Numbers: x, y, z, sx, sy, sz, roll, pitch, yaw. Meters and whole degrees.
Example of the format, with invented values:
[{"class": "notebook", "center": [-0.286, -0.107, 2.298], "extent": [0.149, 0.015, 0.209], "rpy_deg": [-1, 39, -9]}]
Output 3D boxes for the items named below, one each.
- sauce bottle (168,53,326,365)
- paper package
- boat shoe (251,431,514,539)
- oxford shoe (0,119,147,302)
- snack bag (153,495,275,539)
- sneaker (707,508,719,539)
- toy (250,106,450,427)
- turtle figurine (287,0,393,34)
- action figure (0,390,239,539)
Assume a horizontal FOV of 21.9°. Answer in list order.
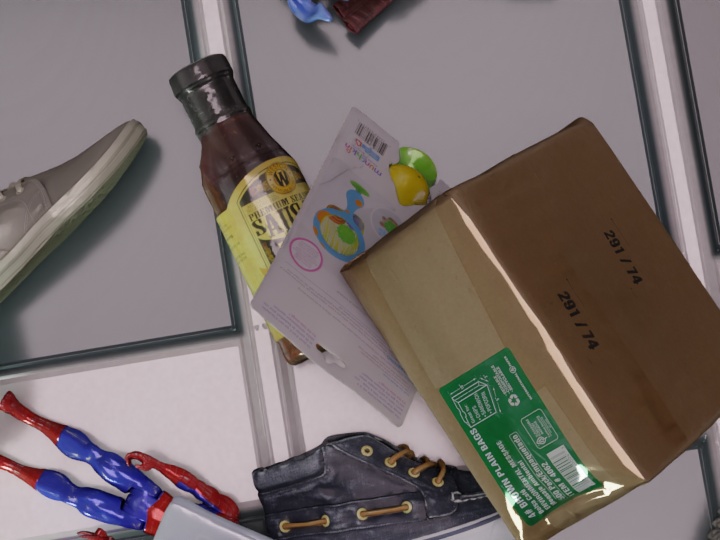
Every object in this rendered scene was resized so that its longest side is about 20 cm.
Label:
[{"class": "sauce bottle", "center": [-0.062, -0.040, 1.184], "extent": [0.066, 0.066, 0.200], "rpy_deg": [-28, 87, -1]}, {"class": "paper package", "center": [0.116, 0.032, 1.108], "extent": [0.103, 0.190, 0.200], "rpy_deg": [-37, 85, 38]}, {"class": "boat shoe", "center": [0.033, 0.136, 1.164], "extent": [0.200, 0.071, 0.091], "rpy_deg": [-18, 89, 2]}, {"class": "oxford shoe", "center": [-0.218, -0.031, 1.184], "extent": [0.200, 0.075, 0.058], "rpy_deg": [-42, 89, 3]}, {"class": "snack bag", "center": [-0.069, 0.253, 1.157], "extent": [0.188, 0.021, 0.201], "rpy_deg": [22, 104, 4]}, {"class": "sneaker", "center": [0.292, 0.140, 1.160], "extent": [0.099, 0.070, 0.201], "rpy_deg": [30, 87, 1]}, {"class": "toy", "center": [0.000, 0.000, 1.140], "extent": [0.115, 0.047, 0.200], "rpy_deg": [39, 45, -13]}, {"class": "turtle figurine", "center": [0.033, -0.256, 1.161], "extent": [0.193, 0.144, 0.201], "rpy_deg": [-4, 89, -3]}, {"class": "action figure", "center": [-0.147, 0.146, 1.182], "extent": [0.200, 0.052, 0.066], "rpy_deg": [26, 83, 1]}]
